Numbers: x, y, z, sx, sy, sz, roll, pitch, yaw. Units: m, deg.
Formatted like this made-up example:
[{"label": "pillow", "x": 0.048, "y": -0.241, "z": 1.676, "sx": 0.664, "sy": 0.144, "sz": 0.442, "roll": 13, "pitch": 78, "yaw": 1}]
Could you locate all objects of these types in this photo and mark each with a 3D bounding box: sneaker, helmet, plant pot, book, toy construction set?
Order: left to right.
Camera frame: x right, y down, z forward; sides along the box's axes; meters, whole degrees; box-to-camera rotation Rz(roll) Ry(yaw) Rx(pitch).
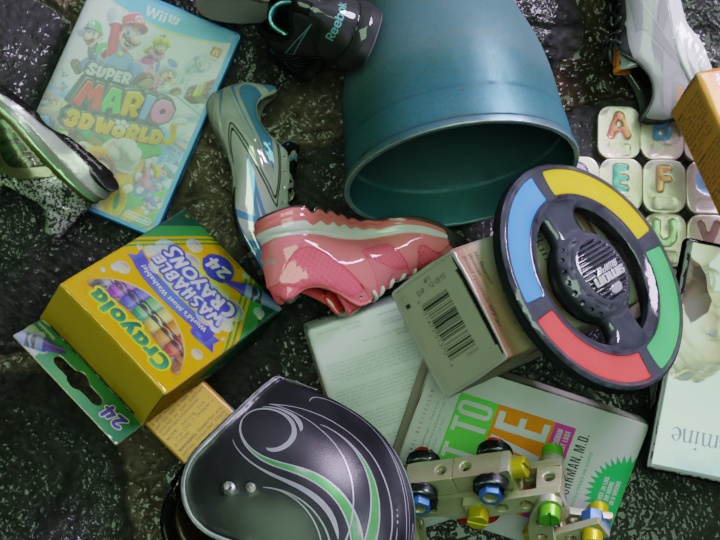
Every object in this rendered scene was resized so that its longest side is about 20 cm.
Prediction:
[{"label": "sneaker", "x": -0.309, "y": -0.103, "z": 1.391, "sx": 0.200, "sy": 0.077, "sz": 0.089, "roll": 38, "pitch": 92, "yaw": 6}, {"label": "sneaker", "x": -0.080, "y": -0.069, "z": 1.410, "sx": 0.072, "sy": 0.072, "sz": 0.201, "roll": -15, "pitch": 84, "yaw": 2}, {"label": "helmet", "x": -0.051, "y": 0.201, "z": 1.254, "sx": 0.191, "sy": 0.200, "sz": 0.200, "roll": 44, "pitch": 83, "yaw": 4}, {"label": "sneaker", "x": -0.049, "y": -0.210, "z": 1.366, "sx": 0.079, "sy": 0.200, "sz": 0.076, "roll": 19, "pitch": 85, "yaw": -21}, {"label": "sneaker", "x": 0.000, "y": 0.000, "z": 1.383, "sx": 0.199, "sy": 0.074, "sz": 0.087, "roll": 4, "pitch": 75, "yaw": -28}, {"label": "plant pot", "x": 0.072, "y": -0.163, "z": 1.376, "sx": 0.199, "sy": 0.200, "sz": 0.189, "roll": -7, "pitch": 69, "yaw": -3}, {"label": "toy construction set", "x": 0.101, "y": 0.204, "z": 1.330, "sx": 0.199, "sy": 0.131, "sz": 0.092, "roll": -21, "pitch": 42, "yaw": 10}, {"label": "book", "x": 0.131, "y": 0.160, "z": 1.384, "sx": 0.199, "sy": 0.048, "sz": 0.134, "roll": 18, "pitch": 96, "yaw": -9}, {"label": "sneaker", "x": 0.249, "y": -0.225, "z": 1.442, "sx": 0.079, "sy": 0.074, "sz": 0.201, "roll": -22, "pitch": 84, "yaw": -9}]

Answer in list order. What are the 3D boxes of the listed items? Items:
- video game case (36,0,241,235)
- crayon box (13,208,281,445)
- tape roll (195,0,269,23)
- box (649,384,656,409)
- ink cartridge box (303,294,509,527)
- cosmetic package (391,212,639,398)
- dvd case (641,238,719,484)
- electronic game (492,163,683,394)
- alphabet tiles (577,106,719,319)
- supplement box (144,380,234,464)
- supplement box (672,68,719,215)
[{"label": "video game case", "x": -0.210, "y": -0.147, "z": 1.442, "sx": 0.142, "sy": 0.018, "sz": 0.201, "roll": 22, "pitch": 82, "yaw": 1}, {"label": "crayon box", "x": -0.172, "y": 0.042, "z": 1.338, "sx": 0.126, "sy": 0.052, "sz": 0.200, "roll": 45, "pitch": 41, "yaw": 7}, {"label": "tape roll", "x": -0.048, "y": -0.262, "z": 1.372, "sx": 0.201, "sy": 0.203, "sz": 0.037, "roll": -13, "pitch": 83, "yaw": -4}, {"label": "box", "x": 0.356, "y": 0.064, "z": 1.413, "sx": 0.199, "sy": 0.060, "sz": 0.118, "roll": -1, "pitch": 89, "yaw": -3}, {"label": "ink cartridge box", "x": 0.054, "y": 0.118, "z": 1.415, "sx": 0.159, "sy": 0.047, "sz": 0.201, "roll": -18, "pitch": 97, "yaw": -5}, {"label": "cosmetic package", "x": 0.136, "y": 0.020, "z": 1.347, "sx": 0.199, "sy": 0.087, "sz": 0.104, "roll": -21, "pitch": 79, "yaw": -45}, {"label": "dvd case", "x": 0.326, "y": 0.083, "z": 1.371, "sx": 0.142, "sy": 0.018, "sz": 0.201, "roll": 11, "pitch": 88, "yaw": -3}, {"label": "electronic game", "x": 0.187, "y": 0.005, "z": 1.307, "sx": 0.199, "sy": 0.042, "sz": 0.201, "roll": 20, "pitch": 55, "yaw": -31}, {"label": "alphabet tiles", "x": 0.273, "y": -0.051, "z": 1.453, "sx": 0.199, "sy": 0.015, "sz": 0.197, "roll": 2, "pitch": 82, "yaw": -2}, {"label": "supplement box", "x": -0.106, "y": 0.164, "z": 1.382, "sx": 0.200, "sy": 0.067, "sz": 0.069, "roll": 42, "pitch": 83, "yaw": 2}, {"label": "supplement box", "x": 0.335, "y": -0.074, "z": 1.350, "sx": 0.066, "sy": 0.069, "sz": 0.201, "roll": -14, "pitch": 66, "yaw": -14}]
